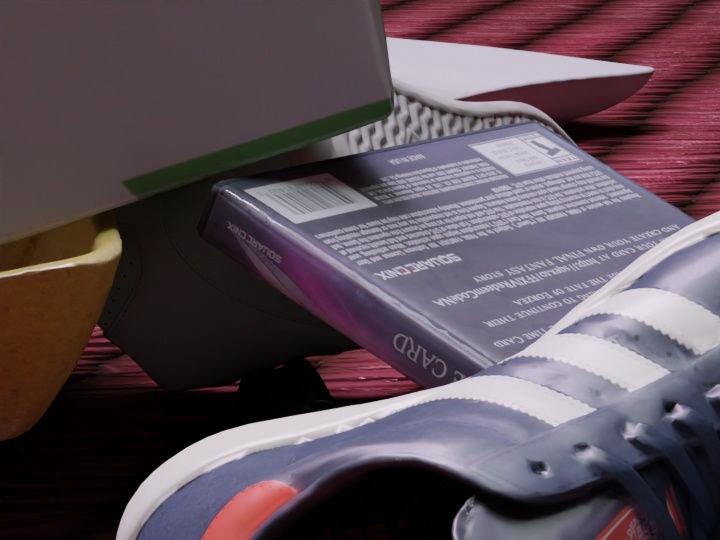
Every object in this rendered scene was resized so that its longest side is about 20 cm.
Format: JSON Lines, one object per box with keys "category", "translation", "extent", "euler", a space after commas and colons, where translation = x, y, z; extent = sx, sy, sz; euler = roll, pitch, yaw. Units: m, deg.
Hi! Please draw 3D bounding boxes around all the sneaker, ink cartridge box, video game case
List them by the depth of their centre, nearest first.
{"category": "sneaker", "translation": [0.051, 0.046, 0.565], "extent": [0.200, 0.075, 0.085], "euler": [-24, 19, -3]}
{"category": "video game case", "translation": [0.077, 0.023, 0.702], "extent": [0.200, 0.019, 0.143], "euler": [34, 27, 27]}
{"category": "ink cartridge box", "translation": [-0.103, -0.066, 0.763], "extent": [0.146, 0.085, 0.200], "euler": [-19, 14, -23]}
{"category": "sneaker", "translation": [0.000, 0.000, 0.861], "extent": [0.118, 0.074, 0.200], "euler": [-25, -25, 27]}

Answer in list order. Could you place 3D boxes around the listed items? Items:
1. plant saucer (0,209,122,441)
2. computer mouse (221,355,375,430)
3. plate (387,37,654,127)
{"category": "plant saucer", "translation": [-0.159, 0.017, 0.749], "extent": [0.199, 0.049, 0.200], "euler": [-12, 13, -5]}
{"category": "computer mouse", "translation": [0.069, 0.031, 0.766], "extent": [0.199, 0.046, 0.140], "euler": [-1, 9, -11]}
{"category": "plate", "translation": [0.008, -0.085, 1.392], "extent": [0.199, 0.032, 0.200], "euler": [10, 14, 40]}
